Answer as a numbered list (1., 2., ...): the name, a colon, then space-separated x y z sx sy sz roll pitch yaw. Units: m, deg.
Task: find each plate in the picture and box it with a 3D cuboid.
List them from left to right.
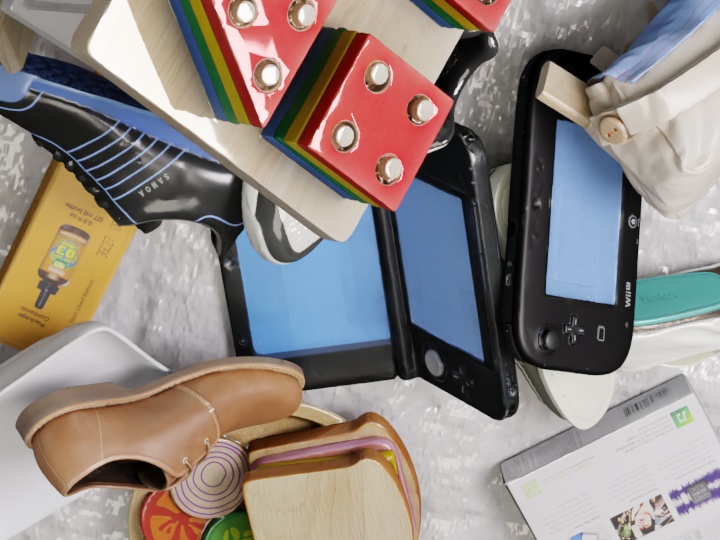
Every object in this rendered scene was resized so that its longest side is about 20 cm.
1. plate: -0.210 0.102 1.749 0.199 0.032 0.200 -32 156 9

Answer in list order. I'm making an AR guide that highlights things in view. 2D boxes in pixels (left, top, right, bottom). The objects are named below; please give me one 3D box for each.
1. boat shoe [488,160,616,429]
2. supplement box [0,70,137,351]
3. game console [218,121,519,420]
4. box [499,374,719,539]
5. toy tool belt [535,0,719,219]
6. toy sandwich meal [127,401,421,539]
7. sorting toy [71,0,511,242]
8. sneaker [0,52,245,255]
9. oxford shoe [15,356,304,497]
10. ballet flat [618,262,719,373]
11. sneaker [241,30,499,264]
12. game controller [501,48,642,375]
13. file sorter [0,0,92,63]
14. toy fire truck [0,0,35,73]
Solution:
1. boat shoe: 0.110 0.015 1.773 0.072 0.060 0.202 -44 125 -33
2. supplement box: -0.173 -0.041 1.724 0.066 0.069 0.201 24 108 -13
3. game console: 0.000 0.000 1.731 0.116 0.176 0.201 -22 117 -26
4. box: 0.202 0.186 1.868 0.144 0.036 0.201 -26 112 7
5. toy tool belt: 0.206 -0.136 1.674 0.123 0.200 0.125 40 151 9
6. toy sandwich meal: -0.056 0.176 1.820 0.204 0.070 0.206 -3 115 -6
7. sorting toy: -0.018 -0.146 1.431 0.199 0.069 0.201 36 77 -34
8. sneaker: -0.152 -0.071 1.638 0.199 0.070 0.078 20 103 -12
9. oxford shoe: -0.117 0.105 1.727 0.199 0.072 0.071 -13 150 -30
10. ballet flat: 0.249 0.028 1.788 0.199 0.069 0.070 -10 114 -10
11. sneaker: 0.006 -0.086 1.627 0.201 0.087 0.076 -58 139 -4
12. game controller: 0.136 -0.036 1.709 0.104 0.042 0.201 7 84 -32
13. file sorter: -0.067 -0.156 1.515 0.200 0.124 0.139 32 79 -34
14. toy fire truck: -0.136 -0.166 1.599 0.200 0.129 0.177 -35 115 -15
